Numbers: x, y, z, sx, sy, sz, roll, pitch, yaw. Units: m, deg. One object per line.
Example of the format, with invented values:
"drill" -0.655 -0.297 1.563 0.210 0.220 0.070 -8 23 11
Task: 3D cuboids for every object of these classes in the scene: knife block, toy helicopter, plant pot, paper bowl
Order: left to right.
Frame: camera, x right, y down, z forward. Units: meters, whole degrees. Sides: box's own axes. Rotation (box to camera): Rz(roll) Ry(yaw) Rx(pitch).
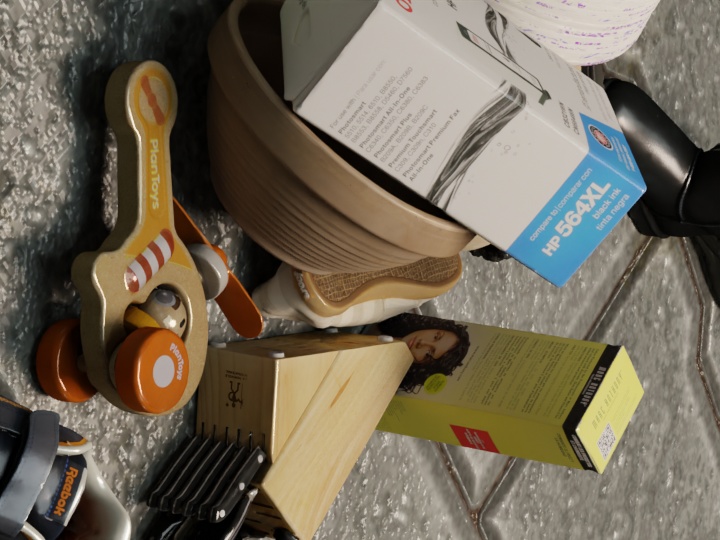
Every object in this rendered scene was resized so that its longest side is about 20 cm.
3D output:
"toy helicopter" -0.115 -0.018 1.124 0.132 0.078 0.202 -9 100 -53
"knife block" -0.052 0.132 1.247 0.199 0.064 0.178 -6 102 -54
"plant pot" -0.026 -0.065 1.186 0.093 0.202 0.200 -46 150 22
"paper bowl" 0.114 -0.235 1.275 0.200 0.200 0.105 -29 156 -47

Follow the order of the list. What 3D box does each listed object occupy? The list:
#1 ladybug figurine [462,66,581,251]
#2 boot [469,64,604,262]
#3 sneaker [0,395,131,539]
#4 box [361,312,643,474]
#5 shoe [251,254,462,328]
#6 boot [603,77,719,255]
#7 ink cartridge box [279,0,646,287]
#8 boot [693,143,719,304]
"ladybug figurine" 0.074 -0.114 1.306 0.072 0.134 0.202 42 58 -60
"boot" 0.109 -0.128 1.402 0.158 0.079 0.213 -47 132 -38
"sneaker" -0.195 0.099 1.035 0.200 0.079 0.079 39 66 -48
"box" 0.081 0.077 1.302 0.076 0.199 0.050 -57 137 -31
"shoe" 0.000 0.000 1.311 0.199 0.053 0.070 -11 73 -56
"boot" 0.281 -0.080 1.576 0.199 0.161 0.074 52 55 -45
"ink cartridge box" 0.056 -0.102 1.154 0.199 0.084 0.146 33 23 -22
"boot" 0.354 -0.074 1.757 0.154 0.073 0.204 -58 144 -32
